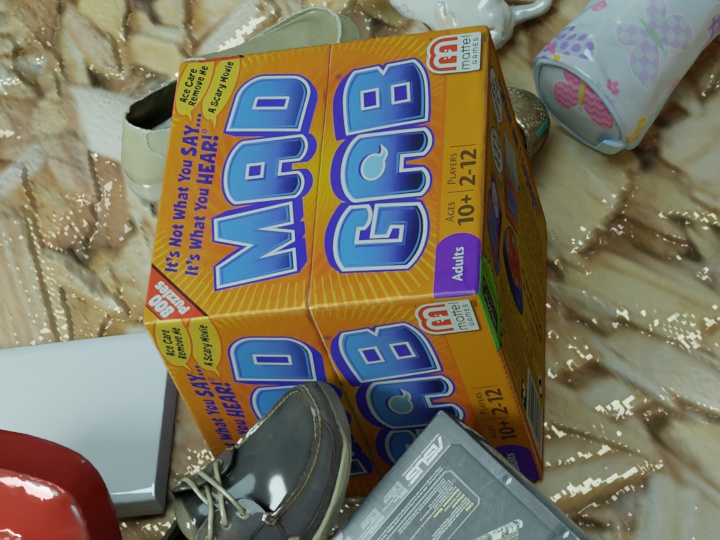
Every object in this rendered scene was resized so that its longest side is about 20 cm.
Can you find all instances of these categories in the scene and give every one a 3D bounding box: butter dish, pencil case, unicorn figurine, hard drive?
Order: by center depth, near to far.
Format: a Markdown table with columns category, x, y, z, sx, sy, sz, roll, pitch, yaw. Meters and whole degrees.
| category | x | y | z | sx | sy | sz | roll | pitch | yaw |
| --- | --- | --- | --- | --- | --- | --- | --- | --- | --- |
| butter dish | -0.212 | 0.167 | 1.417 | 0.198 | 0.201 | 0.148 | 6 | 33 | 24 |
| hard drive | -0.220 | 0.108 | 1.541 | 0.198 | 0.027 | 0.133 | -7 | 52 | 13 |
| pencil case | 0.204 | -0.170 | 1.580 | 0.200 | 0.091 | 0.083 | -45 | 18 | -19 |
| unicorn figurine | 0.075 | -0.193 | 1.654 | 0.138 | 0.074 | 0.200 | -51 | 41 | -10 |

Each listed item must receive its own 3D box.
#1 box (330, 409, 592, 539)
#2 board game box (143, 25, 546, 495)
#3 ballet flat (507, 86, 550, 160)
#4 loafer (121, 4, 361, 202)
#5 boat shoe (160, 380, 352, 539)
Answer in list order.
| category | x | y | z | sx | sy | sz | roll | pitch | yaw |
| --- | --- | --- | --- | --- | --- | --- | --- | --- | --- |
| box | 0.040 | 0.204 | 1.333 | 0.200 | 0.048 | 0.158 | -50 | 55 | 2 |
| board game box | 0.000 | 0.000 | 1.439 | 0.198 | 0.201 | 0.201 | -5 | 52 | 14 |
| ballet flat | 0.029 | -0.079 | 1.569 | 0.199 | 0.071 | 0.065 | -16 | 18 | 8 |
| loafer | -0.085 | -0.125 | 1.647 | 0.200 | 0.068 | 0.076 | -38 | 52 | -12 |
| boat shoe | -0.072 | 0.149 | 1.367 | 0.075 | 0.073 | 0.201 | 52 | 123 | 41 |
